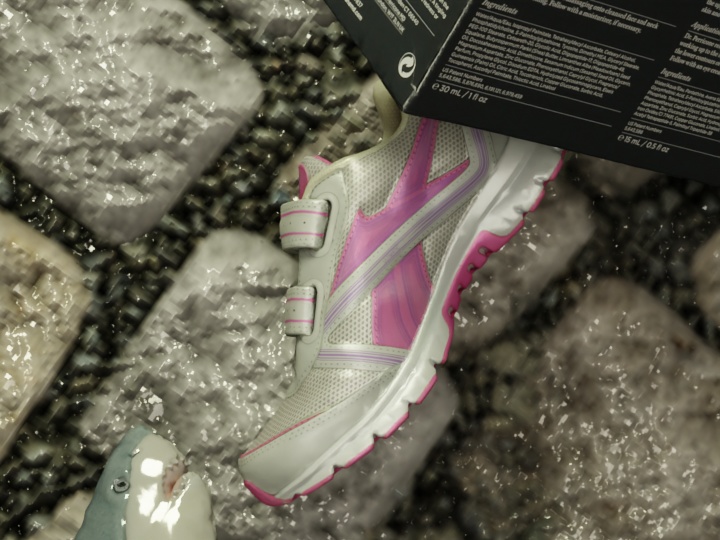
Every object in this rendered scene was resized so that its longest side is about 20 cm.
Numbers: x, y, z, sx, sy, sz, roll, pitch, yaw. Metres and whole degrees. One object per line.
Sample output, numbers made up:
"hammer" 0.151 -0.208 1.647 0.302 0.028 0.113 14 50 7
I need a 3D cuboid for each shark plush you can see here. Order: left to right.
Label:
"shark plush" -0.118 0.164 0.814 0.083 0.091 0.200 39 105 13

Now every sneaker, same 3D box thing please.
"sneaker" 0.000 0.000 0.812 0.088 0.081 0.201 33 76 -6

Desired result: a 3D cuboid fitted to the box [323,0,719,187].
"box" 0.108 -0.118 0.756 0.199 0.079 0.141 10 125 -39
